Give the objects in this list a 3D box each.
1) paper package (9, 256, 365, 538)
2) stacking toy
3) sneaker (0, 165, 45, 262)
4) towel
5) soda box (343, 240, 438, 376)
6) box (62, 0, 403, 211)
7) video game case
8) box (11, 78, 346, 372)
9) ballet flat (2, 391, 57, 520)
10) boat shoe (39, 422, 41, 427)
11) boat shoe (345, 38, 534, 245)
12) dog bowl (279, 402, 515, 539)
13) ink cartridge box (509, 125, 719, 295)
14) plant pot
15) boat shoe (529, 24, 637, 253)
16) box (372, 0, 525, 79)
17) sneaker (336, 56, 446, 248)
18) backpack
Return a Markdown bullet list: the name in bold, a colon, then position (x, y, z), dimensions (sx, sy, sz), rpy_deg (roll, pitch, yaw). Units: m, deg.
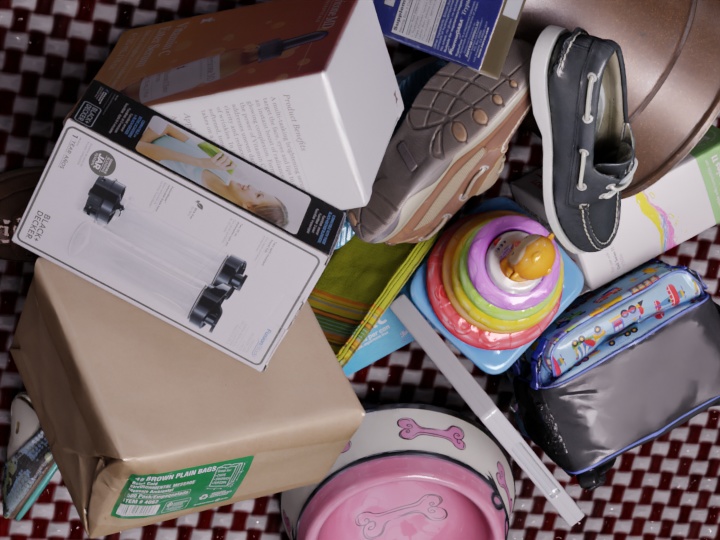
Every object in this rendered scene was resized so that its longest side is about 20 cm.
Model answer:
- **paper package**: position (-0.127, 0.075, 1.550), dimensions (0.199, 0.191, 0.104), rpy_deg (-9, 145, -31)
- **stacking toy**: position (0.111, 0.000, 1.594), dimensions (0.110, 0.200, 0.116), rpy_deg (45, 82, 1)
- **sneaker**: position (-0.204, -0.036, 1.614), dimensions (0.199, 0.076, 0.071), rpy_deg (-4, 112, -22)
- **towel**: position (0.000, 0.000, 1.670), dimensions (0.200, 0.086, 0.018), rpy_deg (-53, 132, -22)
- **soda box**: position (-0.020, 0.040, 1.729), dimensions (0.199, 0.064, 0.068), rpy_deg (-28, 119, -11)
- **box**: position (-0.086, -0.112, 1.544), dimensions (0.199, 0.153, 0.107), rpy_deg (-9, 118, 18)
- **video game case**: position (0.102, 0.113, 1.711), dimensions (0.017, 0.143, 0.200), rpy_deg (-39, 140, 0)
- **box**: position (-0.124, -0.029, 1.476), dimensions (0.199, 0.060, 0.117), rpy_deg (27, 124, -4)
- **ballet flat**: position (-0.230, 0.100, 1.672), dimensions (0.074, 0.074, 0.200), rpy_deg (39, 90, -30)
- **boat shoe**: position (-0.149, 0.097, 1.637), dimensions (0.199, 0.072, 0.077), rpy_deg (7, 78, -30)
- **boat shoe**: position (0.072, -0.093, 1.600), dimensions (0.072, 0.076, 0.200), rpy_deg (17, 129, -43)
- **dog bowl**: position (0.033, 0.209, 1.776), dimensions (0.199, 0.074, 0.201), rpy_deg (-2, 124, -3)
- **ink cartridge box**: position (0.203, -0.054, 1.755), dimensions (0.199, 0.117, 0.068), rpy_deg (-28, 117, -11)
- **plant pot**: position (0.161, -0.187, 1.651), dimensions (0.198, 0.200, 0.201), rpy_deg (30, 97, -22)
- **boat shoe**: position (0.169, -0.086, 1.563), dimensions (0.076, 0.060, 0.201), rpy_deg (-56, 144, -32)
- **box**: position (0.042, -0.227, 1.580), dimensions (0.032, 0.199, 0.122), rpy_deg (11, 101, -50)
- **sneaker**: position (0.006, -0.101, 1.679), dimensions (0.200, 0.081, 0.077), rpy_deg (-42, 119, -17)
- **backpack**: position (0.200, 0.071, 1.770), dimensions (0.182, 0.200, 0.135), rpy_deg (-28, 103, -8)
